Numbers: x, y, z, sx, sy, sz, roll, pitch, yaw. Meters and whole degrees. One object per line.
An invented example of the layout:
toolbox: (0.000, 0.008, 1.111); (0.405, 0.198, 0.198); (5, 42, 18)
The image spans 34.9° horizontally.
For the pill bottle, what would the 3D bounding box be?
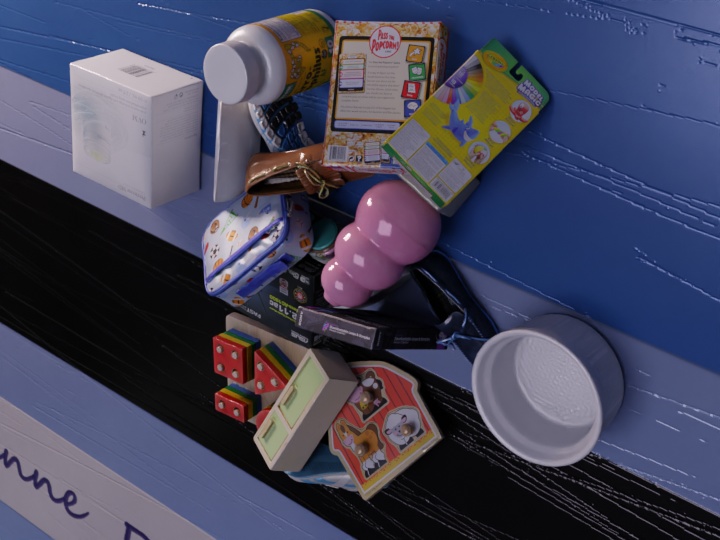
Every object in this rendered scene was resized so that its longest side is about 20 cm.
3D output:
pill bottle: (-0.123, -0.298, 1.617); (0.113, 0.200, 0.113); (17, 120, 34)

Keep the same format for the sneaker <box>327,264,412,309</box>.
sneaker: (0.000, 0.000, 1.747); (0.200, 0.071, 0.099); (-35, 75, 46)

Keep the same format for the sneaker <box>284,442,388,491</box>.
sneaker: (-0.041, 0.333, 1.907); (0.200, 0.077, 0.081); (-3, 139, 34)

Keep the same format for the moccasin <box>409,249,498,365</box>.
moccasin: (0.131, 0.070, 1.660); (0.200, 0.068, 0.080); (55, 133, 7)

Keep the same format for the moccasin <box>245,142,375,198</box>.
moccasin: (-0.072, -0.139, 1.637); (0.201, 0.078, 0.074); (-2, 144, 15)

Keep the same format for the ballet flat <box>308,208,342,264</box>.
ballet flat: (-0.070, -0.050, 1.756); (0.200, 0.069, 0.071); (36, 156, 55)

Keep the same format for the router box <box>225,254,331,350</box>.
router box: (-0.131, 0.020, 1.854); (0.200, 0.062, 0.150); (26, 132, 30)

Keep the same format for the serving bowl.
serving bowl: (-0.188, -0.203, 1.760); (0.066, 0.200, 0.201); (4, 121, -8)

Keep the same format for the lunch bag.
lunch bag: (-0.156, -0.046, 1.727); (0.200, 0.075, 0.161); (-38, 41, 29)

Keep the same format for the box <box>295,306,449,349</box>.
box: (0.020, 0.085, 1.674); (0.143, 0.200, 0.036); (14, 93, 36)

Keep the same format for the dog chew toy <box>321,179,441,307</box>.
dog chew toy: (0.021, -0.031, 1.616); (0.125, 0.124, 0.200); (44, 99, 17)

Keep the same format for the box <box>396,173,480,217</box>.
box: (0.067, -0.166, 1.588); (0.200, 0.082, 0.068); (43, 99, 15)

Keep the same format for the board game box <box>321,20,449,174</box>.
board game box: (0.033, -0.232, 1.538); (0.151, 0.046, 0.201); (6, 88, 19)

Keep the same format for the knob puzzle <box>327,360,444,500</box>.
knob puzzle: (0.016, 0.230, 1.806); (0.219, 0.030, 0.220); (-5, 81, 34)

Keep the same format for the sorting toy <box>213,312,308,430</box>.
sorting toy: (-0.169, 0.200, 1.974); (0.198, 0.070, 0.201); (19, 121, 33)

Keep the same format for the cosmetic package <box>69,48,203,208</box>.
cosmetic package: (-0.376, -0.239, 1.916); (0.199, 0.123, 0.201); (24, 125, 31)

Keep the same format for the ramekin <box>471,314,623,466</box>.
ramekin: (0.262, 0.158, 1.569); (0.200, 0.098, 0.201); (18, 120, 34)

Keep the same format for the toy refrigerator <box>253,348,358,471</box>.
toy refrigerator: (-0.093, 0.227, 1.851); (0.200, 0.070, 0.076); (-58, 44, 23)

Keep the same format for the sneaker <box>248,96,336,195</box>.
sneaker: (-0.117, -0.193, 1.725); (0.087, 0.075, 0.200); (3, 133, 53)

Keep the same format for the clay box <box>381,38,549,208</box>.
clay box: (0.137, -0.191, 1.474); (0.115, 0.200, 0.048); (46, 172, -2)
